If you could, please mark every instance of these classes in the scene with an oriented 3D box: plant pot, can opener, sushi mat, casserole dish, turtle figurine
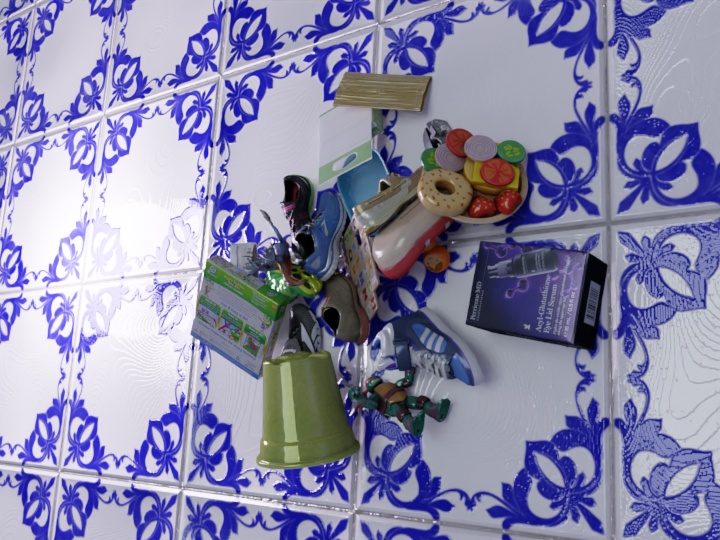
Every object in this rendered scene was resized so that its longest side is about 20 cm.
[{"bbox_3d":[-0.108,0.251,1.412,0.198,0.199,0.188,-8,89,35],"label":"plant pot"},{"bbox_3d":[0.179,-0.208,1.439,0.202,0.053,0.067,64,148,28],"label":"can opener"},{"bbox_3d":[0.043,-0.366,1.542,0.197,0.012,0.097,9,63,22],"label":"sushi mat"},{"bbox_3d":[0.023,-0.156,1.540,0.121,0.039,0.202,-36,61,25],"label":"casserole dish"},{"bbox_3d":[0.060,0.224,1.387,0.149,0.102,0.199,-38,44,-25],"label":"turtle figurine"}]

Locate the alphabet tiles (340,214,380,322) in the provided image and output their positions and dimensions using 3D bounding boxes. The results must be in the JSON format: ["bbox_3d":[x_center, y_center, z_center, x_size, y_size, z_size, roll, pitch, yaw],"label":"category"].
[{"bbox_3d":[0.000,0.000,1.474,0.168,0.007,0.203,120,141,-61],"label":"alphabet tiles"}]

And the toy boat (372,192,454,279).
[{"bbox_3d":[0.119,-0.052,1.396,0.200,0.132,0.130,-41,18,-18],"label":"toy boat"}]

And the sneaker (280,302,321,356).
[{"bbox_3d":[-0.125,0.158,1.541,0.066,0.090,0.203,-22,67,31],"label":"sneaker"}]

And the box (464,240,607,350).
[{"bbox_3d":[0.290,0.040,1.250,0.198,0.104,0.151,7,83,37],"label":"box"}]

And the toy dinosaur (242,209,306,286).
[{"bbox_3d":[-0.175,-0.021,1.566,0.200,0.181,0.105,46,107,11],"label":"toy dinosaur"}]

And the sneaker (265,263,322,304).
[{"bbox_3d":[-0.139,0.032,1.593,0.199,0.073,0.085,19,111,56],"label":"sneaker"}]

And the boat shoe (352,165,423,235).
[{"bbox_3d":[0.062,-0.148,1.424,0.067,0.200,0.074,49,145,-4],"label":"boat shoe"}]

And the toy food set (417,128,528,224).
[{"bbox_3d":[0.201,-0.168,1.341,0.196,0.049,0.201,9,58,5],"label":"toy food set"}]

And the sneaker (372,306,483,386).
[{"bbox_3d":[0.106,0.160,1.333,0.145,0.081,0.200,-28,47,-15],"label":"sneaker"}]

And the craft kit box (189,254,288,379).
[{"bbox_3d":[-0.263,0.099,1.611,0.198,0.048,0.200,30,122,18],"label":"craft kit box"}]

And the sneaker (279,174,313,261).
[{"bbox_3d":[-0.139,-0.113,1.622,0.076,0.083,0.203,-23,66,31],"label":"sneaker"}]

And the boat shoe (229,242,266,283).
[{"bbox_3d":[-0.242,0.036,1.676,0.069,0.071,0.204,-9,79,9],"label":"boat shoe"}]

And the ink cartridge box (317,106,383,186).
[{"bbox_3d":[-0.022,-0.270,1.567,0.144,0.048,0.203,-23,53,30],"label":"ink cartridge box"}]

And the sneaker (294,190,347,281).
[{"bbox_3d":[-0.083,-0.083,1.545,0.078,0.088,0.203,-37,39,48],"label":"sneaker"}]

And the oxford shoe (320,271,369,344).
[{"bbox_3d":[-0.046,0.065,1.493,0.201,0.074,0.071,58,135,50],"label":"oxford shoe"}]
